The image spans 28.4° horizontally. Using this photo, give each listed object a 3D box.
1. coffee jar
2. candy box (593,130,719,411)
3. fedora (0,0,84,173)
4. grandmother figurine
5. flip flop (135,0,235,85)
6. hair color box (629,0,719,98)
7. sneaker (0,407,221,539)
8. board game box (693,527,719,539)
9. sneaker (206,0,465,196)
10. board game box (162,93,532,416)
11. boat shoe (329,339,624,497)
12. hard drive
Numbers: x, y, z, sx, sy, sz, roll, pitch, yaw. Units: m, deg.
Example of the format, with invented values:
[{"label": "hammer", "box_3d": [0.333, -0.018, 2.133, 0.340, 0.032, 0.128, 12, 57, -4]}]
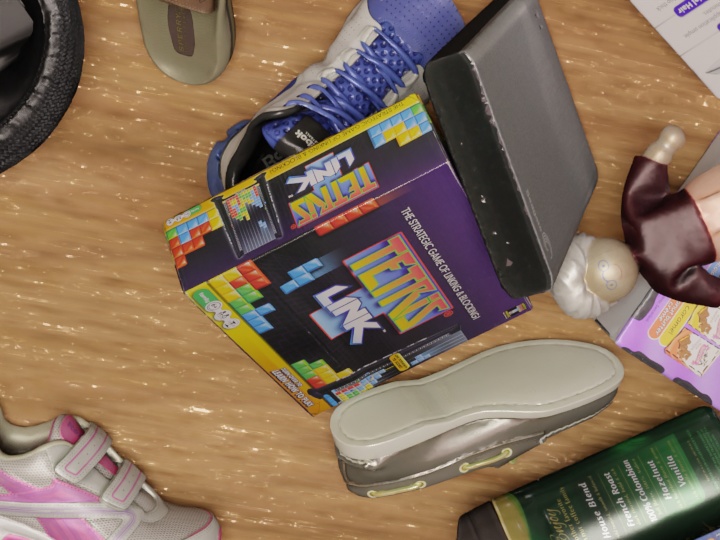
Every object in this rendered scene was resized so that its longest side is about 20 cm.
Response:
[{"label": "coffee jar", "box_3d": [0.162, 0.170, 0.955, 0.200, 0.104, 0.085, -25, 68, 1]}, {"label": "candy box", "box_3d": [0.287, 0.023, 0.949, 0.200, 0.072, 0.168, 33, 98, -10]}, {"label": "fedora", "box_3d": [-0.264, -0.140, 0.854, 0.200, 0.092, 0.201, -1, 103, -4]}, {"label": "grandmother figurine", "box_3d": [0.207, -0.030, 0.870, 0.200, 0.061, 0.121, -26, 82, 7]}, {"label": "flip flop", "box_3d": [-0.118, -0.174, 0.823, 0.081, 0.200, 0.058, 24, 58, 16]}, {"label": "hair color box", "box_3d": [0.204, -0.214, 0.867, 0.200, 0.065, 0.109, 46, 136, -12]}, {"label": "sneaker", "box_3d": [-0.185, 0.144, 0.933, 0.200, 0.081, 0.088, 15, 103, -9]}, {"label": "board game box", "box_3d": [0.206, 0.210, 0.929, 0.135, 0.200, 0.035, -24, 70, 1]}, {"label": "sneaker", "box_3d": [-0.012, -0.095, 0.875, 0.199, 0.115, 0.081, -42, 104, 5]}, {"label": "board game box", "box_3d": [0.000, 0.000, 0.860, 0.165, 0.057, 0.200, -26, 148, 8]}, {"label": "boat shoe", "box_3d": [0.080, 0.100, 0.953, 0.201, 0.072, 0.060, -14, 125, -9]}, {"label": "hard drive", "box_3d": [0.094, -0.083, 0.844, 0.033, 0.200, 0.140, -16, 105, 22]}]
